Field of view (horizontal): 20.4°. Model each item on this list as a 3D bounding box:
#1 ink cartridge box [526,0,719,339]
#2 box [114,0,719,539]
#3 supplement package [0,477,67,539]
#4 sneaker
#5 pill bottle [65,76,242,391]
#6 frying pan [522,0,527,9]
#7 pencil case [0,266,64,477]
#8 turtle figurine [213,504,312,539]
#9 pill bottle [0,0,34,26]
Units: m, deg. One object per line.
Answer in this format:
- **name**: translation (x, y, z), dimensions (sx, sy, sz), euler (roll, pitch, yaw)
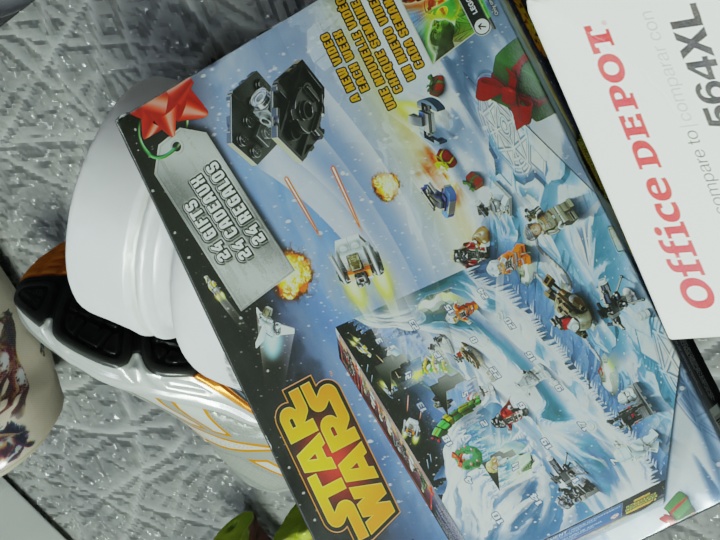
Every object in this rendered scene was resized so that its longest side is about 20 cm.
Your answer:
- **ink cartridge box**: translation (0.152, -0.068, 0.573), dimensions (0.199, 0.125, 0.129), euler (-6, 124, 34)
- **box**: translation (0.023, 0.007, 0.648), dimensions (0.136, 0.040, 0.201), euler (-28, 84, 18)
- **supplement package**: translation (-0.291, 0.188, 1.027), dimensions (0.147, 0.192, 0.200), euler (47, 137, -13)
- **sneaker**: translation (-0.059, 0.054, 0.854), dimensions (0.199, 0.076, 0.092), euler (21, 140, 15)
- **pill bottle**: translation (0.000, 0.000, 0.737), dimensions (0.199, 0.114, 0.114), euler (17, 135, 17)
- **frying pan**: translation (0.049, -0.118, 0.661), dimensions (0.189, 0.031, 0.115), euler (25, 137, 5)
- **pencil case**: translation (-0.204, 0.009, 0.889), dimensions (0.077, 0.090, 0.201), euler (-2, 127, 36)
- **turtle figurine**: translation (0.006, 0.178, 0.929), dimensions (0.199, 0.064, 0.162), euler (-15, 111, 49)
- **pill bottle**: translation (-0.174, -0.125, 0.738), dimensions (0.199, 0.106, 0.106), euler (-25, 112, 43)
